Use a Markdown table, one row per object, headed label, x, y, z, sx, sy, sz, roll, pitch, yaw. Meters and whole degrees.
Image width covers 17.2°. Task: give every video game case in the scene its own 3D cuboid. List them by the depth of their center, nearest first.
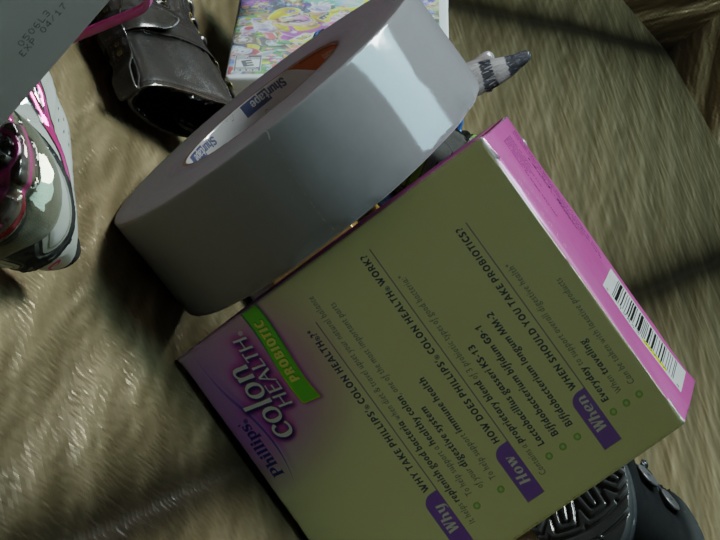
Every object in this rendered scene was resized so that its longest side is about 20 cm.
| label | x | y | z | sx | sy | sz | roll | pitch | yaw |
| --- | --- | --- | --- | --- | --- | --- | --- | --- | --- |
| video game case | -0.012 | -0.161 | 1.580 | 0.200 | 0.142 | 0.018 | -87 | 176 | -62 |

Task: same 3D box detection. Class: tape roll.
| label | x | y | z | sx | sy | sz | roll | pitch | yaw |
| --- | --- | --- | --- | --- | --- | --- | --- | --- | --- |
| tape roll | -0.033 | -0.064 | 1.256 | 0.066 | 0.200 | 0.200 | 51 | 15 | -12 |

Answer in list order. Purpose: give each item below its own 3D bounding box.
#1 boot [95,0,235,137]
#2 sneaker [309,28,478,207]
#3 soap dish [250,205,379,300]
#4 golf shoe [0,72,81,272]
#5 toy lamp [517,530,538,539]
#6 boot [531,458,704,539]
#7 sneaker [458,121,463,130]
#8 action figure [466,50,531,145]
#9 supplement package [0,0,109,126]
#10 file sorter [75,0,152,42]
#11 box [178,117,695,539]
| label | x | y | z | sx | sy | sz | roll | pitch | yaw |
| --- | --- | --- | --- | --- | --- | --- | --- | --- | --- |
| boot | -0.117 | -0.148 | 1.463 | 0.200 | 0.069 | 0.175 | 7 | 49 | -57 |
| sneaker | 0.042 | -0.064 | 1.384 | 0.200 | 0.083 | 0.071 | 51 | 21 | 0 |
| soap dish | 0.000 | 0.000 | 1.423 | 0.200 | 0.081 | 0.157 | 55 | 22 | 9 |
| golf shoe | -0.182 | -0.087 | 1.111 | 0.092 | 0.072 | 0.201 | 40 | 29 | -61 |
| toy lamp | 0.088 | 0.142 | 1.474 | 0.058 | 0.058 | 0.200 | 35 | 21 | -52 |
| boot | 0.155 | 0.151 | 1.442 | 0.200 | 0.065 | 0.165 | 49 | 14 | -47 |
| sneaker | 0.018 | -0.109 | 1.700 | 0.076 | 0.105 | 0.201 | 40 | 22 | -59 |
| action figure | 0.008 | -0.126 | 1.592 | 0.105 | 0.192 | 0.201 | 109 | -25 | -52 |
| supplement package | -0.209 | -0.174 | 1.029 | 0.200 | 0.121 | 0.120 | 47 | 9 | 33 |
| file sorter | -0.138 | -0.235 | 1.272 | 0.139 | 0.125 | 0.200 | 47 | 54 | -25 |
| box | 0.042 | 0.052 | 1.237 | 0.176 | 0.200 | 0.097 | 54 | 14 | -1 |
